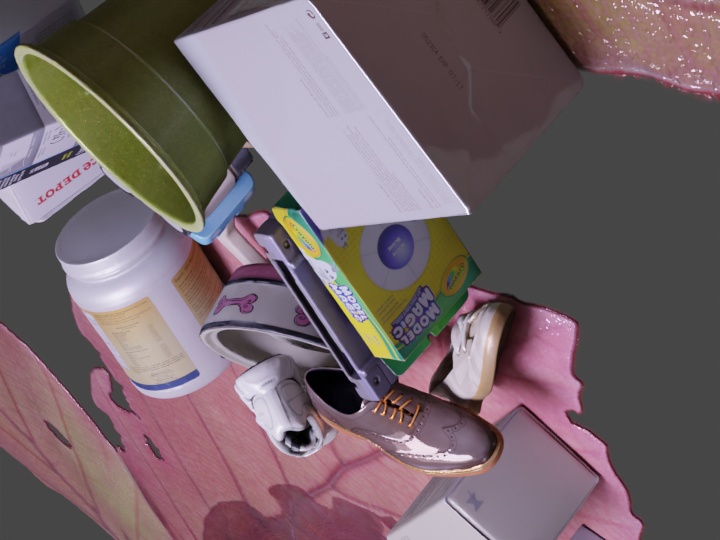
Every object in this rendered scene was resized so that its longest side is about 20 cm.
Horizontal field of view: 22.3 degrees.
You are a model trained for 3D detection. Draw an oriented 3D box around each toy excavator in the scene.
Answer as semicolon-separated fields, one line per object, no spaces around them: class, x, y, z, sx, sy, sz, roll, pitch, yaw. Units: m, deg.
toy excavator;-0.147;-0.064;1.788;0.194;0.100;0.200;38;169;8

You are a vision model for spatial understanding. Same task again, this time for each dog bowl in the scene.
dog bowl;-0.051;0.056;1.763;0.199;0.074;0.200;13;165;4

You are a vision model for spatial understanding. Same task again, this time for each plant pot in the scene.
plant pot;-0.135;-0.167;1.437;0.200;0.190;0.200;39;166;12

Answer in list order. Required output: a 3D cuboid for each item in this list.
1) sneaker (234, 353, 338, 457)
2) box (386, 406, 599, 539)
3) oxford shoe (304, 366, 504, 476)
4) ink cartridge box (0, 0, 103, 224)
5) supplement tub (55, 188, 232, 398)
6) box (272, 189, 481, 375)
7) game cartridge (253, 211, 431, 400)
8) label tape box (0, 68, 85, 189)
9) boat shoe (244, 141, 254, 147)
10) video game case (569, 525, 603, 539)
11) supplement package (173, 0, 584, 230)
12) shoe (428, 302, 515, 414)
sneaker;-0.062;0.149;1.776;0.081;0.075;0.200;60;-176;23
box;0.127;0.235;1.800;0.109;0.128;0.200;42;156;0
oxford shoe;0.034;0.136;1.668;0.199;0.072;0.073;14;163;27
ink cartridge box;-0.318;-0.168;1.772;0.086;0.146;0.200;36;157;37
supplement tub;-0.225;0.023;1.959;0.144;0.144;0.200;15;144;46
box;0.023;-0.014;1.560;0.048;0.117;0.200;9;140;52
game cartridge;0.000;0.000;1.601;0.038;0.130;0.200;11;141;50
label tape box;-0.267;-0.149;1.659;0.063;0.200;0.144;61;157;5
boat shoe;-0.120;-0.135;1.629;0.200;0.072;0.076;16;145;45
video game case;0.245;0.378;1.791;0.200;0.181;0.046;33;154;18
supplement package;0.011;-0.150;1.315;0.191;0.147;0.200;52;154;-19
shoe;0.098;0.080;1.650;0.053;0.070;0.200;18;155;3
